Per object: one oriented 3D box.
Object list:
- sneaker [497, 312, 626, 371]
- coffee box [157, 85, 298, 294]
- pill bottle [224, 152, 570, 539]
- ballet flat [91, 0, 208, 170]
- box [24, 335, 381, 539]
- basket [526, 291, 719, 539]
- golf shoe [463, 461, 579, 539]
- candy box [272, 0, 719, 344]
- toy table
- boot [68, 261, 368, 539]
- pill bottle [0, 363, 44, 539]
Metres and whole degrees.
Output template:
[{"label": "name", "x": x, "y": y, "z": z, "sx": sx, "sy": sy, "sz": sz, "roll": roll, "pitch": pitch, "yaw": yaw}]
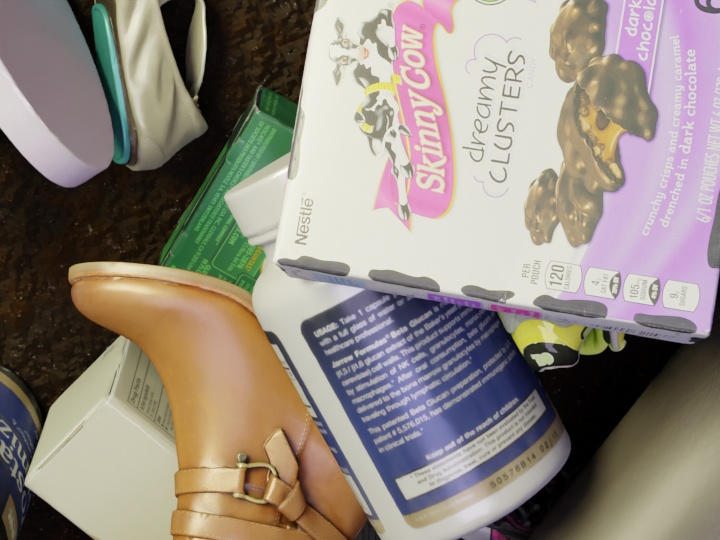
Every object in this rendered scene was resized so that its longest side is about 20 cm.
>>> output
[{"label": "sneaker", "x": 0.113, "y": 0.004, "z": 1.101, "sx": 0.075, "sy": 0.200, "sz": 0.077, "roll": -9, "pitch": 93, "yaw": 29}, {"label": "coffee box", "x": 0.000, "y": 0.000, "z": 1.174, "sx": 0.199, "sy": 0.044, "sz": 0.123, "roll": 28, "pitch": 112, "yaw": -11}, {"label": "pill bottle", "x": 0.014, "y": 0.030, "z": 1.067, "sx": 0.111, "sy": 0.111, "sz": 0.201, "roll": -27, "pitch": 98, "yaw": 11}, {"label": "ballet flat", "x": -0.116, "y": -0.152, "z": 1.108, "sx": 0.069, "sy": 0.070, "sz": 0.201, "roll": -7, "pitch": 114, "yaw": 3}, {"label": "box", "x": -0.085, "y": 0.135, "z": 1.205, "sx": 0.200, "sy": 0.095, "sz": 0.078, "roll": 41, "pitch": 110, "yaw": -14}, {"label": "basket", "x": 0.177, "y": 0.143, "z": 1.112, "sx": 0.200, "sy": 0.136, "sz": 0.180, "roll": -42, "pitch": 96, "yaw": -3}, {"label": "golf shoe", "x": 0.112, "y": 0.157, "z": 1.212, "sx": 0.199, "sy": 0.073, "sz": 0.092, "roll": 18, "pitch": 128, "yaw": -19}, {"label": "candy box", "x": 0.072, "y": -0.065, "z": 0.973, "sx": 0.199, "sy": 0.072, "sz": 0.169, "roll": 9, "pitch": 86, "yaw": 5}, {"label": "toy table", "x": -0.216, "y": -0.108, "z": 1.070, "sx": 0.117, "sy": 0.201, "sz": 0.184, "roll": -31, "pitch": 151, "yaw": 15}, {"label": "boot", "x": -0.080, "y": 0.090, "z": 1.120, "sx": 0.199, "sy": 0.077, "sz": 0.156, "roll": 23, "pitch": 78, "yaw": -20}, {"label": "pill bottle", "x": -0.238, "y": 0.131, "z": 1.145, "sx": 0.111, "sy": 0.200, "sz": 0.112, "roll": 0, "pitch": 114, "yaw": 1}]
